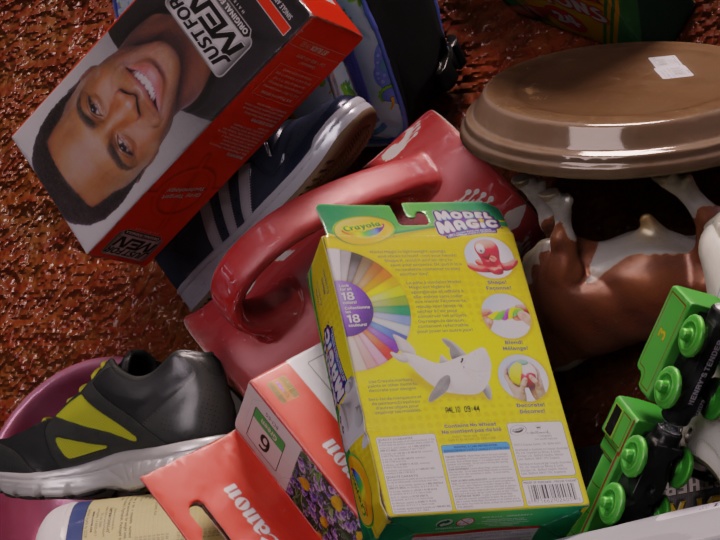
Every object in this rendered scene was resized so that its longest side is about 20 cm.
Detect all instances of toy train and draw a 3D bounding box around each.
[{"bbox_3d":[0.145,0.100,1.125,0.201,0.042,0.056,-67,24,18],"label":"toy train"}]

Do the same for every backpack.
[{"bbox_3d":[-0.063,-0.159,1.392,0.199,0.184,0.147,-2,29,36],"label":"backpack"}]

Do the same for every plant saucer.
[{"bbox_3d":[0.155,-0.097,1.247,0.199,0.200,0.030,9,115,35],"label":"plant saucer"}]

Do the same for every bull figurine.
[{"bbox_3d":[0.146,0.001,1.237,0.199,0.122,0.065,-12,20,11],"label":"bull figurine"}]

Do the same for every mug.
[{"bbox_3d":[0.008,0.009,1.289,0.200,0.178,0.133,-43,85,0],"label":"mug"}]

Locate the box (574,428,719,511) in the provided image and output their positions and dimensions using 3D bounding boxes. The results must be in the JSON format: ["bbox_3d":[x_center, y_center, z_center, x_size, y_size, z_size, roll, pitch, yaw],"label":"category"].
[{"bbox_3d":[0.152,0.173,1.181,0.199,0.048,0.159,-14,59,26],"label":"box"}]

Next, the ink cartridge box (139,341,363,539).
[{"bbox_3d":[-0.008,0.097,1.170,0.199,0.050,0.109,-26,65,-33],"label":"ink cartridge box"}]

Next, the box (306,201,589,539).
[{"bbox_3d":[0.041,0.051,1.158,0.117,0.048,0.201,-1,58,-19],"label":"box"}]

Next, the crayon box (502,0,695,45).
[{"bbox_3d":[0.108,-0.208,1.308,0.127,0.200,0.051,26,81,39],"label":"crayon box"}]

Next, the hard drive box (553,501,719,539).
[{"bbox_3d":[0.169,0.224,1.061,0.155,0.077,0.201,-15,94,23],"label":"hard drive box"}]

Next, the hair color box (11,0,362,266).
[{"bbox_3d":[-0.104,-0.107,1.269,0.200,0.061,0.102,-46,64,18],"label":"hair color box"}]

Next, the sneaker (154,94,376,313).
[{"bbox_3d":[-0.080,-0.067,1.322,0.109,0.070,0.200,49,129,5],"label":"sneaker"}]

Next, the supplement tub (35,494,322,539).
[{"bbox_3d":[-0.077,0.195,1.225,0.199,0.145,0.145,-7,60,4],"label":"supplement tub"}]

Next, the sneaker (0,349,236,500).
[{"bbox_3d":[-0.144,0.092,1.281,0.199,0.074,0.085,-9,79,36],"label":"sneaker"}]

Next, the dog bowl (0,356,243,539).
[{"bbox_3d":[-0.159,0.144,1.376,0.199,0.074,0.201,-15,59,26],"label":"dog bowl"}]

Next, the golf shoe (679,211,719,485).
[{"bbox_3d":[0.196,0.063,1.135,0.097,0.078,0.201,-28,53,23],"label":"golf shoe"}]
